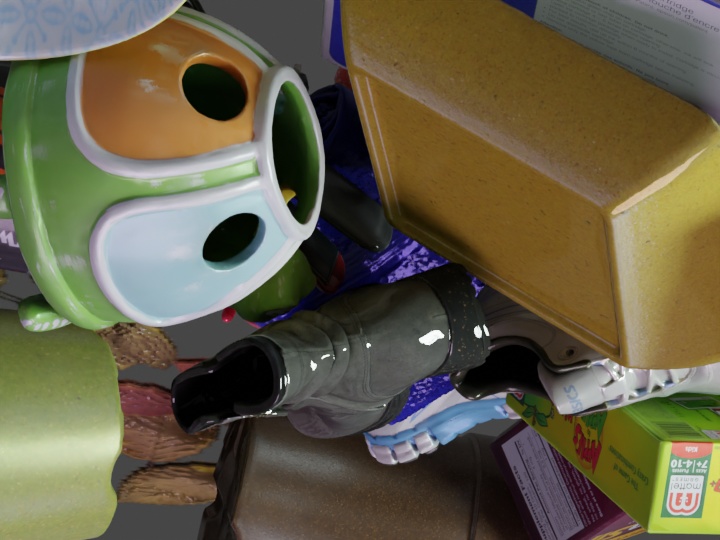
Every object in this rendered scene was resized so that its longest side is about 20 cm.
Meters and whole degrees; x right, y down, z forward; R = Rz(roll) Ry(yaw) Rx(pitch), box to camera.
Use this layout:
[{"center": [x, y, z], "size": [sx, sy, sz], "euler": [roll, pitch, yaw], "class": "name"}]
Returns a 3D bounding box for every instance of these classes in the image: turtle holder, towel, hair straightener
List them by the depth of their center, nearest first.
[{"center": [-0.085, -0.031, 1.267], "size": [0.131, 0.141, 0.186], "euler": [-3, 120, 17], "class": "turtle holder"}, {"center": [-0.055, -0.081, 1.342], "size": [0.077, 0.041, 0.200], "euler": [-38, 102, 29], "class": "hair straightener"}, {"center": [0.000, 0.000, 1.455], "size": [0.147, 0.050, 0.200], "euler": [-29, 132, 30], "class": "towel"}]

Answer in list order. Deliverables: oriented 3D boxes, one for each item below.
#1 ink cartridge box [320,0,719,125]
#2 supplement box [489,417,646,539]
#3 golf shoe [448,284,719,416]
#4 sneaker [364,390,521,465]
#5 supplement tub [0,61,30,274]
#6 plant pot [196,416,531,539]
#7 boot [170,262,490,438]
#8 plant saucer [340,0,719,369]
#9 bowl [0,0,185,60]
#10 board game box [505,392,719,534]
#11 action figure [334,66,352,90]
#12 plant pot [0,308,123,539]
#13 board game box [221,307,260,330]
[{"center": [0.081, -0.114, 1.258], "size": [0.197, 0.047, 0.200], "euler": [25, 155, 8], "class": "ink cartridge box"}, {"center": [0.175, 0.093, 1.683], "size": [0.110, 0.086, 0.200], "euler": [-16, 165, -29], "class": "supplement box"}, {"center": [0.133, 0.043, 1.372], "size": [0.199, 0.097, 0.079], "euler": [2, 129, 38], "class": "golf shoe"}, {"center": [0.061, 0.042, 1.655], "size": [0.199, 0.075, 0.087], "euler": [-27, 115, 30], "class": "sneaker"}, {"center": [-0.205, -0.059, 1.406], "size": [0.199, 0.108, 0.107], "euler": [10, 155, -16], "class": "supplement tub"}, {"center": [0.002, 0.178, 1.823], "size": [0.197, 0.201, 0.200], "euler": [15, 154, -10], "class": "plant pot"}, {"center": [-0.035, 0.047, 1.357], "size": [0.130, 0.068, 0.200], "euler": [-14, 171, -25], "class": "boot"}, {"center": [0.071, -0.039, 1.264], "size": [0.199, 0.049, 0.200], "euler": [31, 159, 23], "class": "plant saucer"}, {"center": [-0.155, -0.177, 1.141], "size": [0.199, 0.108, 0.200], "euler": [3, 155, 1], "class": "bowl"}, {"center": [0.155, 0.077, 1.451], "size": [0.101, 0.048, 0.200], "euler": [3, -166, -18], "class": "board game box"}, {"center": [0.035, -0.047, 1.481], "size": [0.065, 0.052, 0.200], "euler": [-14, 146, 20], "class": "action figure"}, {"center": [-0.241, 0.094, 1.674], "size": [0.183, 0.202, 0.200], "euler": [-2, 158, -20], "class": "plant pot"}, {"center": [-0.053, -0.002, 1.529], "size": [0.199, 0.039, 0.158], "euler": [27, 156, -16], "class": "board game box"}]
